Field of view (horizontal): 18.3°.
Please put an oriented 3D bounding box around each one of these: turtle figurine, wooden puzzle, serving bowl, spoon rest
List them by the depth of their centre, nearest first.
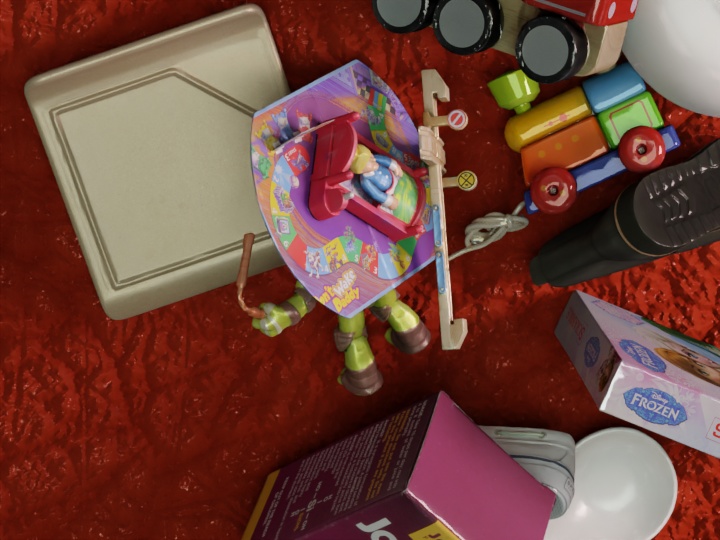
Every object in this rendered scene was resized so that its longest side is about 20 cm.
[{"bbox_3d":[0.276,-0.210,1.595,0.198,0.066,0.202,0,92,-15],"label":"serving bowl"},{"bbox_3d":[0.000,0.000,1.638,0.200,0.064,0.162,-51,132,-32],"label":"turtle figurine"},{"bbox_3d":[-0.130,-0.080,1.650,0.184,0.037,0.201,-18,110,0],"label":"wooden puzzle"},{"bbox_3d":[0.156,0.200,1.727,0.200,0.061,0.100,-38,104,7],"label":"spoon rest"}]

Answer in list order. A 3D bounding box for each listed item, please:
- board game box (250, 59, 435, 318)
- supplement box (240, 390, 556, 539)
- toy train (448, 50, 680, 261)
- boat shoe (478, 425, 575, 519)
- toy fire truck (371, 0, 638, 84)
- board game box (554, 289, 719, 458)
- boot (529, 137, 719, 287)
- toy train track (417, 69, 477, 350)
[{"bbox_3d":[0.006,-0.063,1.583,0.039,0.200,0.159,-17,100,39],"label":"board game box"},{"bbox_3d":[0.023,0.193,1.641,0.131,0.104,0.199,43,134,-19],"label":"supplement box"},{"bbox_3d":[0.124,-0.096,1.644,0.199,0.085,0.116,-24,90,9],"label":"toy train"},{"bbox_3d":[0.069,0.150,1.707,0.198,0.067,0.074,5,135,15],"label":"boat shoe"},{"bbox_3d":[0.120,-0.250,1.563,0.175,0.128,0.201,21,109,22],"label":"toy fire truck"},{"bbox_3d":[0.252,0.091,1.633,0.198,0.200,0.041,22,101,-10],"label":"board game box"},{"bbox_3d":[0.231,-0.042,1.669,0.199,0.138,0.078,-9,78,-37],"label":"boot"},{"bbox_3d":[0.068,-0.044,1.611,0.032,0.115,0.202,-4,86,9],"label":"toy train track"}]
